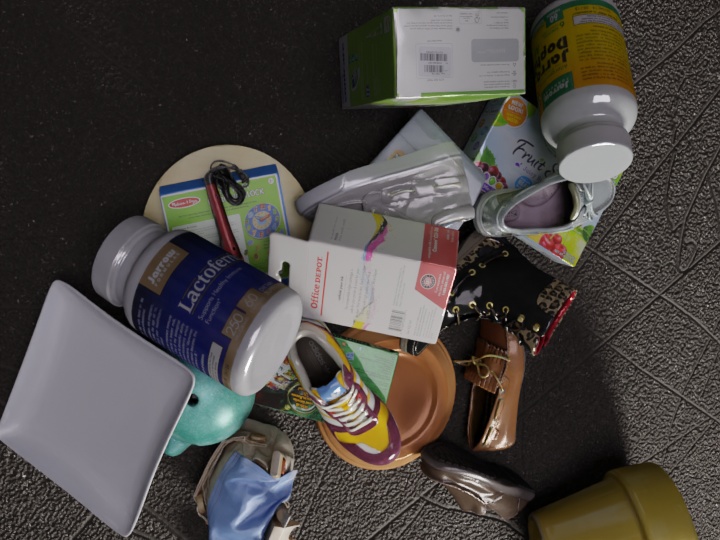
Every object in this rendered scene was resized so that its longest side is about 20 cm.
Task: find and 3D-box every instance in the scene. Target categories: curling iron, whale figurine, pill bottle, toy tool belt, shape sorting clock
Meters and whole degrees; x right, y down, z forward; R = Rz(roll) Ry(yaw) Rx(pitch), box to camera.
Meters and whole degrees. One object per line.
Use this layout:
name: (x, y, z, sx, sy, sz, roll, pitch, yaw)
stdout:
curling iron: (-0.133, -0.021, 0.792, 0.048, 0.026, 0.205, -10, 101, -6)
whale figurine: (-0.214, 0.131, 0.789, 0.194, 0.104, 0.164, 0, 96, -5)
pill bottle: (0.264, -0.212, 0.845, 0.110, 0.113, 0.205, 8, 65, -18)
pill bottle: (-0.167, 0.030, 0.729, 0.197, 0.116, 0.118, 27, 91, 14)
toy tool belt: (-0.134, 0.286, 0.833, 0.122, 0.123, 0.205, 16, 94, -19)
shape sorting clock: (-0.149, -0.040, 0.820, 0.195, 0.039, 0.206, -2, 100, -11)

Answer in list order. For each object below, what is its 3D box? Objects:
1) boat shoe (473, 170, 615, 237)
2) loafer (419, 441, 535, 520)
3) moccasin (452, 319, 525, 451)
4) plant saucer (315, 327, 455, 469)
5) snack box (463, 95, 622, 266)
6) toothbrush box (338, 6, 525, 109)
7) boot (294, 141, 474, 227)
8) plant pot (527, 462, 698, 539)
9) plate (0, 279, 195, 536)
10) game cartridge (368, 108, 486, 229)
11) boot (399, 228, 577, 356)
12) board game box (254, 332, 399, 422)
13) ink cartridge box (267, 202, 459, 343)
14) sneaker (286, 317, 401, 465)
boat shoe: (0.233, -0.079, 0.865, 0.197, 0.065, 0.076, -10, 103, -21)
loafer: (0.151, 0.289, 0.943, 0.198, 0.073, 0.072, 29, 95, -28)
moccasin: (0.167, 0.138, 0.938, 0.076, 0.073, 0.207, -5, 110, -25)
plant saucer: (0.036, 0.160, 0.914, 0.195, 0.037, 0.206, -3, 100, -17)
snack box: (0.224, -0.116, 0.921, 0.197, 0.053, 0.145, 28, 89, -19)
toothbrush box: (0.069, -0.225, 0.776, 0.142, 0.200, 0.088, -6, 102, -17)
boot: (0.031, -0.068, 0.798, 0.195, 0.074, 0.098, -18, 86, 0)
plant pot: (0.335, 0.382, 0.974, 0.184, 0.201, 0.206, -10, 102, 1)
plate: (-0.278, 0.142, 0.758, 0.197, 0.032, 0.203, 30, 103, 15)
game cartridge: (0.050, -0.072, 0.853, 0.133, 0.042, 0.200, 43, 92, 2)
boot: (0.154, 0.051, 0.865, 0.149, 0.074, 0.200, 34, 67, 24)
board game box: (-0.060, 0.123, 0.858, 0.195, 0.023, 0.107, 16, 92, -3)
ink cartridge box: (0.000, 0.000, 0.781, 0.195, 0.068, 0.118, 11, 132, 1)
sneaker: (-0.023, 0.144, 0.804, 0.074, 0.090, 0.201, -38, 93, 2)
